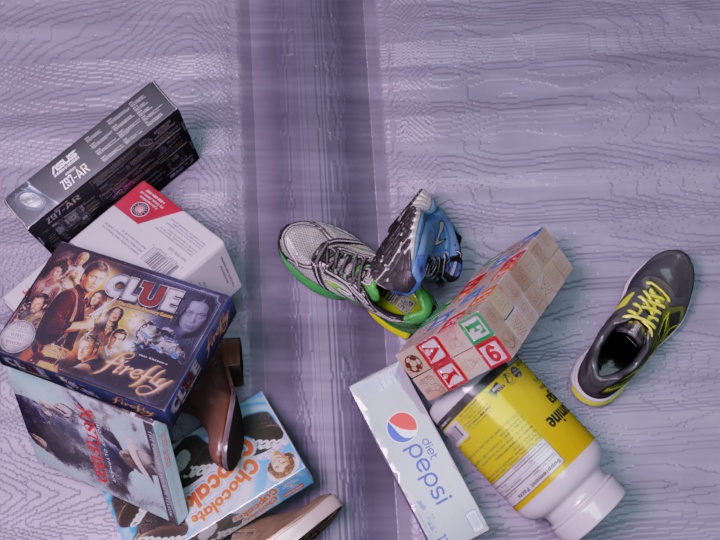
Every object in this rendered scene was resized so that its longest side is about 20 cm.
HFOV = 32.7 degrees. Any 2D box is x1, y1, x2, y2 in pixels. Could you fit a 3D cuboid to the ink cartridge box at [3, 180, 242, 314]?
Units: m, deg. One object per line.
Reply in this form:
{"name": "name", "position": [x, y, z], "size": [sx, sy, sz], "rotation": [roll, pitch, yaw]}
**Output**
{"name": "ink cartridge box", "position": [-0.250, 0.022, 1.296], "size": [0.200, 0.084, 0.144], "rotation": [-42, 55, -19]}

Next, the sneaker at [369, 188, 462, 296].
{"name": "sneaker", "position": [0.074, -0.022, 1.299], "size": [0.090, 0.200, 0.078], "rotation": [37, 115, -4]}

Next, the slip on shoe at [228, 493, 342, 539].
{"name": "slip on shoe", "position": [-0.113, 0.284, 1.279], "size": [0.200, 0.076, 0.061], "rotation": [-35, 74, -1]}

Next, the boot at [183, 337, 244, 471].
{"name": "boot", "position": [-0.223, 0.145, 1.281], "size": [0.199, 0.064, 0.187], "rotation": [-5, 36, -1]}

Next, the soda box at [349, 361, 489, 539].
{"name": "soda box", "position": [0.061, 0.200, 1.297], "size": [0.063, 0.068, 0.200], "rotation": [-27, 77, -5]}

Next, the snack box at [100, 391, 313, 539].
{"name": "snack box", "position": [-0.161, 0.224, 1.284], "size": [0.200, 0.037, 0.116], "rotation": [-31, 50, -7]}

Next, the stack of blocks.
{"name": "stack of blocks", "position": [0.132, 0.042, 1.273], "size": [0.059, 0.115, 0.200], "rotation": [53, 38, -6]}

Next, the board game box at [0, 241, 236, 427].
{"name": "board game box", "position": [-0.239, 0.058, 1.194], "size": [0.199, 0.035, 0.136], "rotation": [16, 60, 19]}

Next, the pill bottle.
{"name": "pill bottle", "position": [0.176, 0.184, 1.277], "size": [0.112, 0.112, 0.200], "rotation": [-42, 80, -9]}

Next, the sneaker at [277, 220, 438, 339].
{"name": "sneaker", "position": [0.000, 0.000, 1.338], "size": [0.200, 0.085, 0.078], "rotation": [28, 78, 8]}

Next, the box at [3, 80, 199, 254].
{"name": "box", "position": [-0.273, -0.100, 1.326], "size": [0.200, 0.160, 0.044], "rotation": [-41, 79, -8]}

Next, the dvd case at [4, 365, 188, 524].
{"name": "dvd case", "position": [-0.268, 0.169, 1.243], "size": [0.199, 0.146, 0.022], "rotation": [17, 43, 26]}

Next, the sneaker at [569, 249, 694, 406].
{"name": "sneaker", "position": [0.304, 0.060, 1.320], "size": [0.074, 0.085, 0.200], "rotation": [33, 79, 7]}
